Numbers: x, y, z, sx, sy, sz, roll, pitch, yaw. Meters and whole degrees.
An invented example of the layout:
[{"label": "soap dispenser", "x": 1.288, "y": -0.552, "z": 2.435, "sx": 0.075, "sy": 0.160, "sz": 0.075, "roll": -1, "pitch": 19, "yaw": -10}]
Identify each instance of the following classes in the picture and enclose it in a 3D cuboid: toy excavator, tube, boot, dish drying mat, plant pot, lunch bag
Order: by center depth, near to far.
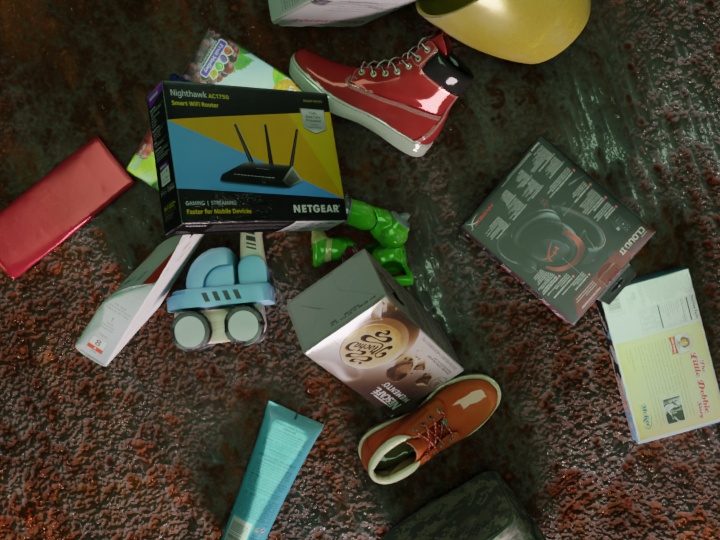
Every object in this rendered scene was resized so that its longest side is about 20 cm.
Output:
[{"label": "plant pot", "x": 0.183, "y": -0.324, "z": 1.002, "sx": 0.142, "sy": 0.200, "sz": 0.200, "roll": 37, "pitch": 94, "yaw": -31}, {"label": "boot", "x": 0.026, "y": -0.240, "z": 1.021, "sx": 0.199, "sy": 0.073, "sz": 0.145, "roll": 27, "pitch": 127, "yaw": -9}, {"label": "toy excavator", "x": -0.143, "y": -0.008, "z": 1.065, "sx": 0.193, "sy": 0.100, "sz": 0.201, "roll": -6, "pitch": 86, "yaw": -1}, {"label": "boot", "x": 0.091, "y": 0.199, "z": 1.072, "sx": 0.199, "sy": 0.107, "sz": 0.075, "roll": -31, "pitch": 93, "yaw": 1}, {"label": "lunch bag", "x": 0.147, "y": 0.374, "z": 1.077, "sx": 0.200, "sy": 0.139, "sz": 0.168, "roll": -35, "pitch": 110, "yaw": 3}, {"label": "dish drying mat", "x": -0.382, "y": -0.078, "z": 1.090, "sx": 0.200, "sy": 0.018, "sz": 0.077, "roll": -38, "pitch": 95, "yaw": 2}, {"label": "tube", "x": -0.121, "y": 0.273, "z": 1.108, "sx": 0.077, "sy": 0.050, "sz": 0.201, "roll": 23, "pitch": 90, "yaw": -6}]

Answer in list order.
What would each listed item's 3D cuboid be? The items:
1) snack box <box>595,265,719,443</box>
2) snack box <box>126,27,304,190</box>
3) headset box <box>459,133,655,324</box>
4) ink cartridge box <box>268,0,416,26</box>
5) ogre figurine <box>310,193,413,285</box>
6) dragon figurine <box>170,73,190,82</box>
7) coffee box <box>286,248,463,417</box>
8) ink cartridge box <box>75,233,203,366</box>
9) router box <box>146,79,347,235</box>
[{"label": "snack box", "x": 0.378, "y": 0.106, "z": 1.099, "sx": 0.116, "sy": 0.037, "sz": 0.201, "roll": -15, "pitch": 94, "yaw": 3}, {"label": "snack box", "x": -0.172, "y": -0.171, "z": 1.065, "sx": 0.142, "sy": 0.053, "sz": 0.201, "roll": 31, "pitch": 94, "yaw": -4}, {"label": "headset box", "x": 0.242, "y": -0.042, "z": 1.056, "sx": 0.200, "sy": 0.075, "sz": 0.149, "roll": 41, "pitch": 94, "yaw": 4}, {"label": "ink cartridge box", "x": 0.006, "y": -0.338, "z": 0.960, "sx": 0.145, "sy": 0.199, "sz": 0.084, "roll": -13, "pitch": 94, "yaw": -41}, {"label": "ogre figurine", "x": 0.000, "y": 0.000, "z": 1.056, "sx": 0.119, "sy": 0.098, "sz": 0.201, "roll": -2, "pitch": 98, "yaw": -5}, {"label": "dragon figurine", "x": -0.146, "y": -0.140, "z": 0.991, "sx": 0.200, "sy": 0.099, "sz": 0.059, "roll": 41, "pitch": 93, "yaw": -5}, {"label": "coffee box", "x": 0.021, "y": 0.078, "z": 1.010, "sx": 0.113, "sy": 0.080, "sz": 0.200, "roll": -34, "pitch": 138, "yaw": 11}, {"label": "ink cartridge box", "x": -0.236, "y": -0.005, "z": 0.995, "sx": 0.050, "sy": 0.162, "sz": 0.200, "roll": 32, "pitch": 115, "yaw": -4}, {"label": "router box", "x": -0.118, "y": -0.116, "z": 0.922, "sx": 0.199, "sy": 0.051, "sz": 0.150, "roll": -4, "pitch": 80, "yaw": -37}]
